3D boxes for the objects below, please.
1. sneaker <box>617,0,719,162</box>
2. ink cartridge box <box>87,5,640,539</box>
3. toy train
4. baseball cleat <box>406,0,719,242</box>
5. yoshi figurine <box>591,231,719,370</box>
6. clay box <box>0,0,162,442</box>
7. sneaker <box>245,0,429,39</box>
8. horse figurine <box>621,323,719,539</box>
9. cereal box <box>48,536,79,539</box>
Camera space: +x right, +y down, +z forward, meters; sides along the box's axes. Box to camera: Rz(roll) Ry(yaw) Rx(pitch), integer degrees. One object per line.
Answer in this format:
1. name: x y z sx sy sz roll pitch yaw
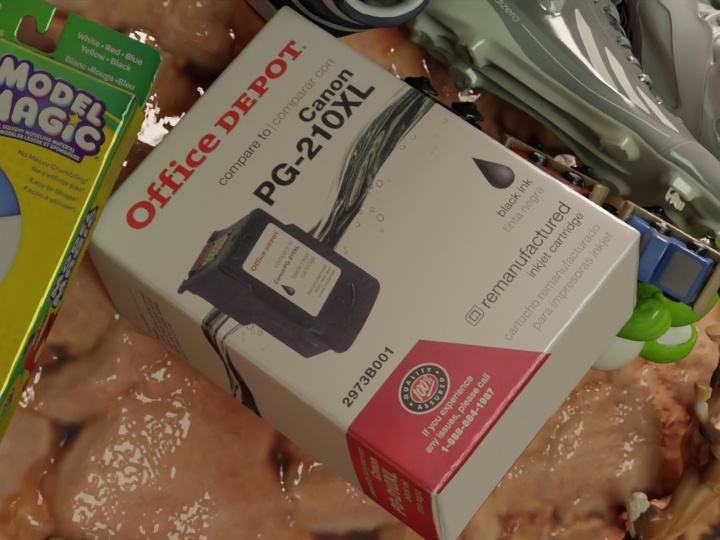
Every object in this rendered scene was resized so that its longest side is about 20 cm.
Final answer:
1. sneaker: 0.179 -0.136 0.947 0.075 0.115 0.201 -11 103 -41
2. ink cartridge box: 0.000 0.000 0.808 0.145 0.200 0.084 -49 159 -16
3. toy train: 0.090 -0.038 0.877 0.034 0.199 0.046 -63 164 13
4. baseball cleat: 0.122 -0.101 0.911 0.200 0.070 0.107 36 70 0
5. yoshi figurine: 0.107 -0.003 0.932 0.199 0.112 0.113 12 83 -35
6. clay box: -0.171 -0.025 0.763 0.114 0.048 0.201 22 84 2
7. sneaker: -0.051 -0.172 0.811 0.200 0.108 0.070 37 77 -29
8. horse figurine: 0.221 0.068 1.028 0.200 0.050 0.133 -37 139 -32
9. cereal box: -0.070 0.212 0.887 0.199 0.039 0.145 12 90 -32
